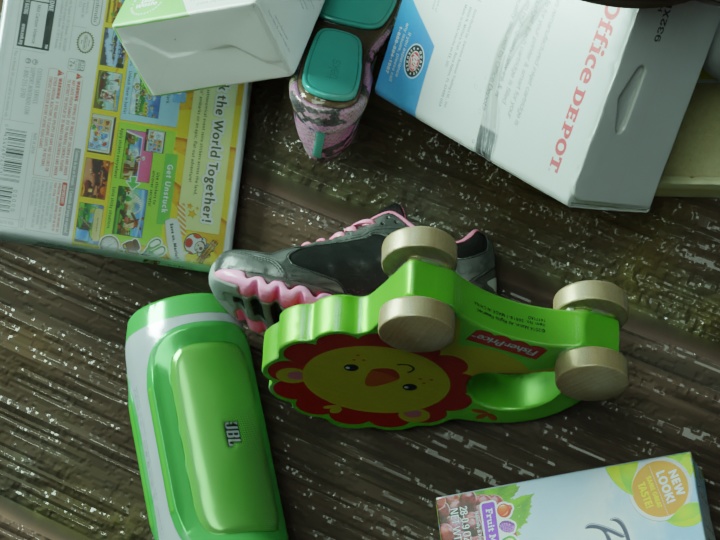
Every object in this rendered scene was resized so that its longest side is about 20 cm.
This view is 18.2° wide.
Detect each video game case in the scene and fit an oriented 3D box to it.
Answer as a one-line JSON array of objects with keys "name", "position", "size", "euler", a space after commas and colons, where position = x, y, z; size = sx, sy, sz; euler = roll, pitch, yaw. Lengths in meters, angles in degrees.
[{"name": "video game case", "position": [-0.169, -0.108, 1.565], "size": [0.180, 0.023, 0.202], "euler": [9, 74, -9]}]

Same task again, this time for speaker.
[{"name": "speaker", "position": [-0.101, 0.121, 1.481], "size": [0.088, 0.088, 0.202], "euler": [-16, 70, 10]}]

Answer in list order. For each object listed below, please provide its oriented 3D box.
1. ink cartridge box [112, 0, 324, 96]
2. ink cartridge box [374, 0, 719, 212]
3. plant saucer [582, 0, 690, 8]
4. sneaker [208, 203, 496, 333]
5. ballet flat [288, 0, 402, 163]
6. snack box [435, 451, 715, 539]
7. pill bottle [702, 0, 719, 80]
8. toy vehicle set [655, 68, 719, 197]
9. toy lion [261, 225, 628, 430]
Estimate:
[{"name": "ink cartridge box", "position": [-0.078, -0.216, 1.534], "size": [0.116, 0.068, 0.201], "euler": [-6, 43, 27]}, {"name": "ink cartridge box", "position": [0.117, -0.142, 1.441], "size": [0.200, 0.083, 0.146], "euler": [34, 112, 43]}, {"name": "plant saucer", "position": [0.157, -0.224, 1.356], "size": [0.198, 0.030, 0.201], "euler": [2, 48, -2]}, {"name": "sneaker", "position": [0.000, 0.000, 1.488], "size": [0.198, 0.079, 0.096], "euler": [7, 67, -4]}, {"name": "ballet flat", "position": [-0.016, -0.148, 1.536], "size": [0.069, 0.072, 0.201], "euler": [15, 42, -3]}, {"name": "snack box", "position": [0.144, 0.228, 1.391], "size": [0.167, 0.068, 0.202], "euler": [-11, 72, 12]}, {"name": "pill bottle", "position": [0.249, -0.192, 1.438], "size": [0.108, 0.109, 0.201], "euler": [-24, 69, 7]}, {"name": "toy vehicle set", "position": [0.219, -0.149, 1.506], "size": [0.123, 0.027, 0.202], "euler": [3, 75, 16]}, {"name": "toy lion", "position": [0.045, 0.056, 1.427], "size": [0.198, 0.192, 0.069], "euler": [16, 57, -21]}]
